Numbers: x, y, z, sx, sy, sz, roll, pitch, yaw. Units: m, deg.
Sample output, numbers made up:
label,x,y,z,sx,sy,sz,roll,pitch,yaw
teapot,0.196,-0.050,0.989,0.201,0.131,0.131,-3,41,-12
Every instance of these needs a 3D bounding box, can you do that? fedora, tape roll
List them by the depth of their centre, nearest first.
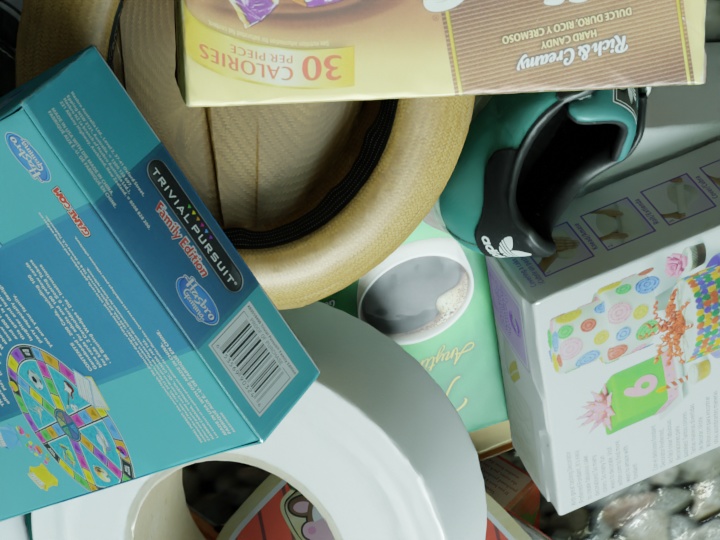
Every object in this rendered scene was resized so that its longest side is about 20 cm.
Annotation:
label,x,y,z,sx,sy,sz,roll,pitch,yaw
fedora,-0.048,-0.087,0.804,0.199,0.082,0.202,-3,106,-11
tape roll,-0.047,0.115,0.895,0.201,0.071,0.204,6,113,14

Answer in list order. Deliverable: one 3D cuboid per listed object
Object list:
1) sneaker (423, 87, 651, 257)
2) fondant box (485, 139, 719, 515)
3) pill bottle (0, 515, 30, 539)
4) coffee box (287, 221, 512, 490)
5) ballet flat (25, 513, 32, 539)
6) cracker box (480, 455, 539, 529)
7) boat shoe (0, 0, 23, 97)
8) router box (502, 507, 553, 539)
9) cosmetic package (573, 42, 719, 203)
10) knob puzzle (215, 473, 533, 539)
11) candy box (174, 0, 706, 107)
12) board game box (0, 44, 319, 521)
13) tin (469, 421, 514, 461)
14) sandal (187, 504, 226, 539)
label,x,y,z,sx,sy,sz,roll,pitch,yaw
sneaker,0.103,-0.094,0.862,0.071,0.080,0.201,28,90,-44
fondant box,0.164,0.015,0.936,0.199,0.058,0.145,-22,133,-12
pill bottle,-0.197,0.180,0.902,0.112,0.113,0.202,-12,91,-17
coffee box,0.000,0.000,0.930,0.122,0.044,0.201,-19,123,-10
ballet flat,-0.194,0.164,1.003,0.200,0.069,0.071,-46,152,23
cracker box,0.019,0.205,1.089,0.200,0.057,0.135,-41,145,-32
boat shoe,-0.191,-0.090,0.757,0.199,0.068,0.074,27,115,-41
router box,0.069,0.244,1.091,0.201,0.049,0.179,-58,151,-4
cosmetic package,0.175,-0.053,0.977,0.198,0.071,0.102,-5,131,-24
knob puzzle,0.004,0.170,0.986,0.218,0.221,0.031,-21,157,-7
candy box,0.029,-0.125,0.733,0.198,0.057,0.118,-2,107,-8
board game box,-0.132,0.015,0.780,0.199,0.047,0.152,-20,109,44
tin,0.098,0.038,1.049,0.198,0.042,0.113,-19,132,-9
sandal,-0.071,0.168,1.043,0.059,0.080,0.207,0,152,38
